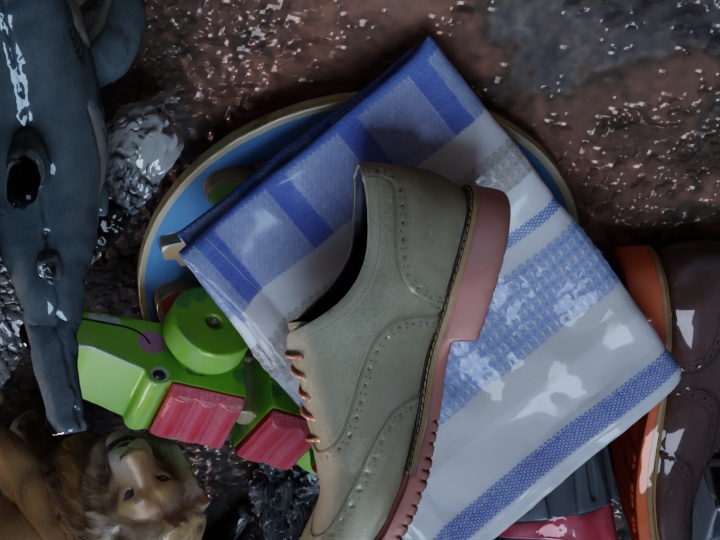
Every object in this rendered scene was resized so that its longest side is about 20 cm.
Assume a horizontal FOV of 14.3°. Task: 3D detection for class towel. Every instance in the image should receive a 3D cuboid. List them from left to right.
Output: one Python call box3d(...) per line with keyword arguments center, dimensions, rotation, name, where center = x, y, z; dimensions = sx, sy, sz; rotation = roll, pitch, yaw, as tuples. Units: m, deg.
box3d(center=(0.032, 0.019, 1.227), dimensions=(0.147, 0.024, 0.200), rotation=(-38, 110, -2), name="towel")

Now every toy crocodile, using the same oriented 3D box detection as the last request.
box3d(center=(-0.041, 0.059, 1.263), dimensions=(0.200, 0.062, 0.068), rotation=(15, 137, -22), name="toy crocodile")

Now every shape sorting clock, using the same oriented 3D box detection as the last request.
box3d(center=(0.000, 0.000, 1.277), dimensions=(0.200, 0.039, 0.200), rotation=(-3, 135, -3), name="shape sorting clock")

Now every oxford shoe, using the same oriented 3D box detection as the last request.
box3d(center=(-0.004, 0.052, 1.182), dimensions=(0.074, 0.071, 0.200), rotation=(19, 86, -13), name="oxford shoe")
box3d(center=(0.155, 0.069, 1.342), dimensions=(0.072, 0.071, 0.200), rotation=(-9, 135, -5), name="oxford shoe")

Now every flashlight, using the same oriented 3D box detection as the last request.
box3d(center=(0.100, 0.182, 1.370), dimensions=(0.068, 0.068, 0.200), rotation=(-6, 94, 17), name="flashlight")

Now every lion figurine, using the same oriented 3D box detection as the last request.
box3d(center=(-0.168, 0.129, 1.284), dimensions=(0.200, 0.123, 0.072), rotation=(-39, 148, 0), name="lion figurine")

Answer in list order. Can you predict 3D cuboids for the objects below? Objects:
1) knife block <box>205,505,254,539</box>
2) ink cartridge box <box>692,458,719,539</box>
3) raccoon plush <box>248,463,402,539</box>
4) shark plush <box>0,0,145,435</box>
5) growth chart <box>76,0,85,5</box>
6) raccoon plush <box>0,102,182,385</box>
box3d(center=(-0.076, 0.208, 1.453), dimensions=(0.175, 0.064, 0.200), rotation=(-8, 134, 3), name="knife block")
box3d(center=(0.255, 0.177, 1.476), dimensions=(0.197, 0.047, 0.200), rotation=(0, 132, -8), name="ink cartridge box")
box3d(center=(-0.027, 0.148, 1.312), dimensions=(0.134, 0.200, 0.097), rotation=(28, 129, 15), name="raccoon plush")
box3d(center=(-0.137, -0.038, 1.118), dimensions=(0.091, 0.200, 0.083), rotation=(6, 178, -2), name="shark plush")
box3d(center=(-0.190, -0.146, 1.129), dimensions=(0.145, 0.018, 0.200), rotation=(-26, 131, 19), name="growth chart")
box3d(center=(-0.189, -0.028, 1.208), dimensions=(0.134, 0.097, 0.200), rotation=(37, 96, -21), name="raccoon plush")
